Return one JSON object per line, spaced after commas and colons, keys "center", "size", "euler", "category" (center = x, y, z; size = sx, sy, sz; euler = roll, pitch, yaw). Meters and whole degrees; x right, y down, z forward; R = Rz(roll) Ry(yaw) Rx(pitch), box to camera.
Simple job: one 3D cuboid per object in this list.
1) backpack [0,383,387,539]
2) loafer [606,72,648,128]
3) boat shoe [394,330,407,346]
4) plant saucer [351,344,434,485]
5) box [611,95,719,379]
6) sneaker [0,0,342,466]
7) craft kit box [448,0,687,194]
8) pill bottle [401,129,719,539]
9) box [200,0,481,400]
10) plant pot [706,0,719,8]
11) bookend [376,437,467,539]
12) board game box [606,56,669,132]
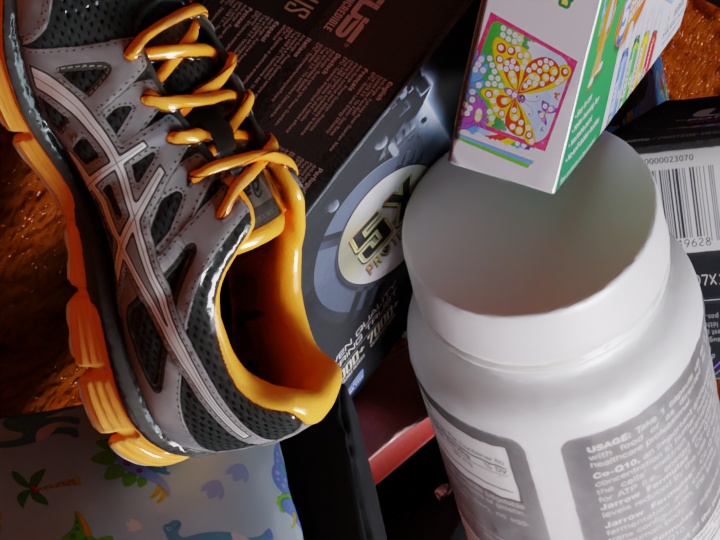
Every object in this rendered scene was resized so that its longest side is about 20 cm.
{"center": [-0.089, 0.117, 0.831], "size": [0.154, 0.199, 0.164], "euler": [74, 3, -57], "category": "backpack"}
{"center": [0.093, -0.146, 1.035], "size": [0.072, 0.073, 0.201], "euler": [-19, 130, -31], "category": "loafer"}
{"center": [0.000, 0.000, 1.064], "size": [0.200, 0.064, 0.071], "euler": [-54, 160, -20], "category": "boat shoe"}
{"center": [-0.024, 0.093, 1.080], "size": [0.200, 0.037, 0.200], "euler": [-42, 172, 24], "category": "plant saucer"}
{"center": [0.183, -0.023, 1.110], "size": [0.200, 0.122, 0.107], "euler": [-30, 115, -70], "category": "box"}
{"center": [-0.056, -0.034, 0.758], "size": [0.078, 0.077, 0.201], "euler": [-38, 119, -47], "category": "sneaker"}
{"center": [0.096, -0.153, 0.868], "size": [0.200, 0.048, 0.198], "euler": [-50, 152, -59], "category": "craft kit box"}
{"center": [0.081, 0.043, 0.950], "size": [0.114, 0.114, 0.200], "euler": [-51, 146, -26], "category": "pill bottle"}
{"center": [-0.009, -0.050, 0.932], "size": [0.200, 0.086, 0.164], "euler": [-53, 160, -22], "category": "box"}
{"center": [0.220, -0.212, 1.111], "size": [0.180, 0.200, 0.200], "euler": [-52, 152, -10], "category": "plant pot"}
{"center": [0.032, 0.163, 1.217], "size": [0.200, 0.092, 0.199], "euler": [-59, -169, -5], "category": "bookend"}
{"center": [0.120, -0.041, 1.178], "size": [0.200, 0.036, 0.152], "euler": [-73, 153, -46], "category": "board game box"}
